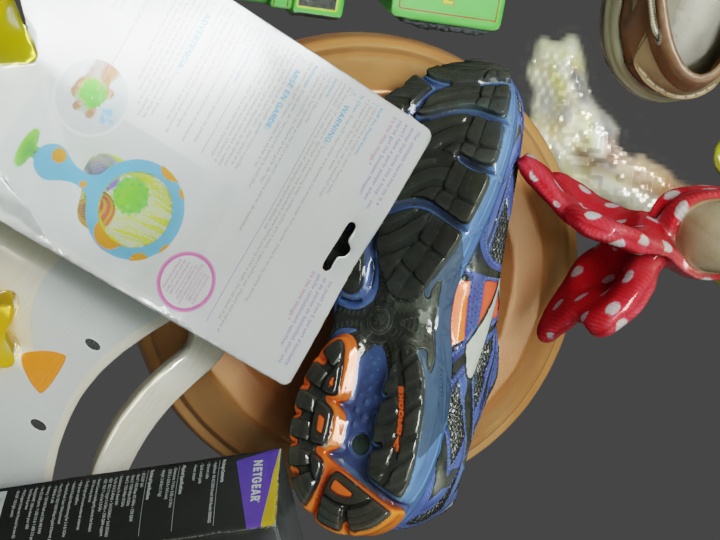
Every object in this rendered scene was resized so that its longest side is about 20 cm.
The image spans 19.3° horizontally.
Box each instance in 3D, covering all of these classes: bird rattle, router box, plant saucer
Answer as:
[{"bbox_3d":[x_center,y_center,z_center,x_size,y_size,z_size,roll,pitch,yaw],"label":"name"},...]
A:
[{"bbox_3d":[0.169,-0.025,0.859,0.199,0.162,0.114,3,86,-45],"label":"bird rattle"},{"bbox_3d":[-0.089,0.175,0.849,0.156,0.052,0.201,-9,120,5],"label":"router box"},{"bbox_3d":[0.000,0.000,0.902,0.198,0.037,0.202,-2,97,-12],"label":"plant saucer"}]

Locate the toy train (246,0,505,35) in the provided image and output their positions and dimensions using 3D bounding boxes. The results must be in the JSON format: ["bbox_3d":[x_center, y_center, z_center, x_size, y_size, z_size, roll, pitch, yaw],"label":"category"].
[{"bbox_3d":[-0.030,-0.134,0.877,0.198,0.042,0.057,6,107,-12],"label":"toy train"}]

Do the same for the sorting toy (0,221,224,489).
[{"bbox_3d":[-0.151,0.018,0.839,0.179,0.107,0.201,34,90,-15],"label":"sorting toy"}]

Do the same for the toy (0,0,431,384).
[{"bbox_3d":[-0.084,-0.056,0.804,0.199,0.047,0.116,32,89,-26],"label":"toy"}]

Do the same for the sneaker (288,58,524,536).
[{"bbox_3d":[0.025,0.011,0.859,0.075,0.078,0.202,12,82,30],"label":"sneaker"}]

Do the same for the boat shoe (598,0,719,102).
[{"bbox_3d":[0.154,-0.169,0.891,0.075,0.072,0.202,6,97,-12],"label":"boat shoe"}]
